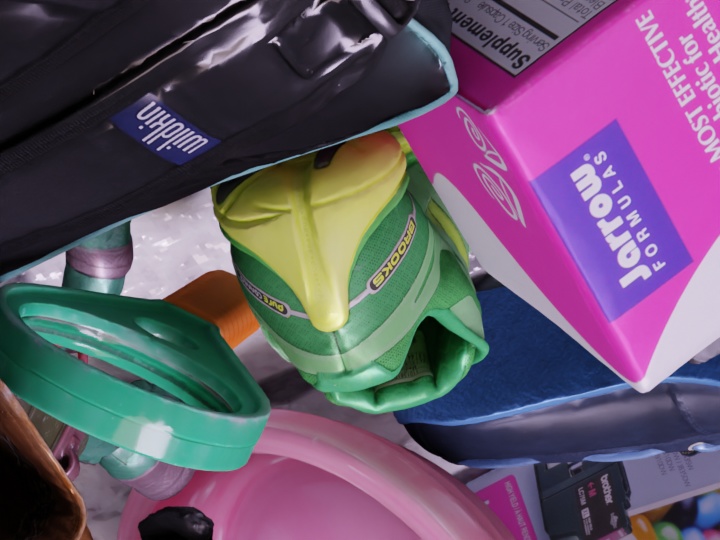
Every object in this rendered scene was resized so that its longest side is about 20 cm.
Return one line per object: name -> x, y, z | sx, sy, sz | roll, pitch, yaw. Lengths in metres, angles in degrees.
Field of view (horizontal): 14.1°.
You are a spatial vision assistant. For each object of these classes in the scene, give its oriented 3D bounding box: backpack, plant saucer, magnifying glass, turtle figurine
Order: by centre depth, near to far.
backpack -> -0.101, -0.083, 0.715 | 0.200, 0.154, 0.176 | -31, 146, 20
magnifying glass -> -0.055, 0.021, 0.821 | 0.079, 0.200, 0.022 | 25, 97, 4
turtle figurine -> -0.125, 0.036, 0.912 | 0.149, 0.101, 0.200 | -19, 150, 7
plant saucer -> 0.001, 0.136, 1.033 | 0.051, 0.200, 0.201 | -33, 160, -44

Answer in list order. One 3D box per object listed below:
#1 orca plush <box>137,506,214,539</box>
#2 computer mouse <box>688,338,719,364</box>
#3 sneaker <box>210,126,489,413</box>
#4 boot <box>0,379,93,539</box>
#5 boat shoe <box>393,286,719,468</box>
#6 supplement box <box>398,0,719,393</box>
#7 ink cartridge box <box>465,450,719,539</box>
orca plush -> -0.038, 0.147, 0.976 | 0.200, 0.071, 0.105 | 16, 133, 27
computer mouse -> 0.133, 0.023, 0.948 | 0.059, 0.200, 0.034 | -54, -179, 2
sneaker -> 0.000, 0.000, 0.870 | 0.074, 0.084, 0.200 | -12, -178, 13
boot -> -0.113, 0.059, 0.754 | 0.200, 0.074, 0.154 | 28, 162, -38
boat shoe -> 0.111, 0.025, 1.016 | 0.199, 0.084, 0.069 | -4, 152, 11
supplement box -> 0.109, -0.078, 0.778 | 0.200, 0.103, 0.101 | -37, 122, -6
ink cartridge box -> 0.133, 0.095, 1.059 | 0.200, 0.120, 0.042 | -27, 148, 13
